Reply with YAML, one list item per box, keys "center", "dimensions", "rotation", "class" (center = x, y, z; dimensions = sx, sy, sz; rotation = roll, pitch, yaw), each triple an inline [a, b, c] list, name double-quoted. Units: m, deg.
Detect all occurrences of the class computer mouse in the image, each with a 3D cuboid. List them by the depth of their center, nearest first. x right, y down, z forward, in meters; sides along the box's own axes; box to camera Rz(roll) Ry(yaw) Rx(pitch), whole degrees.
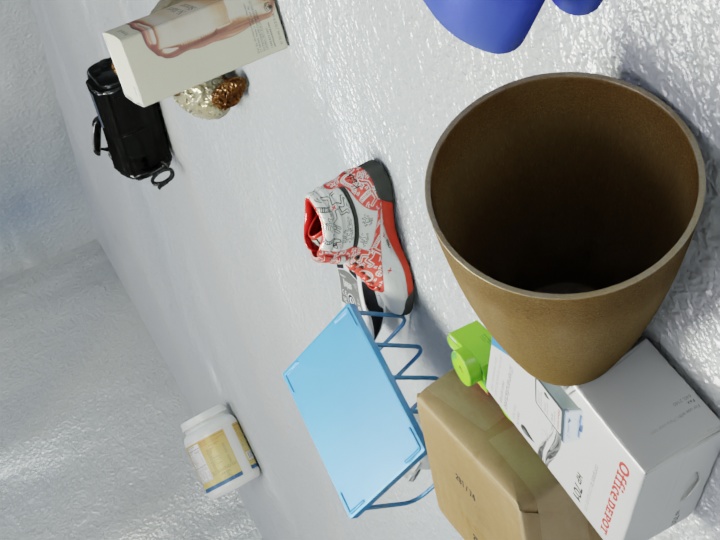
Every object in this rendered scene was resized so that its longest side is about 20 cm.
- center: [0.000, 0.000, 1.449]
  dimensions: [0.109, 0.043, 0.203]
  rotation: [31, 136, 53]
  class: "computer mouse"

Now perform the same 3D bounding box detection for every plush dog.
- center: [-0.250, -0.290, 1.660]
  dimensions: [0.172, 0.161, 0.199]
  rotation: [48, 170, -26]
  class: "plush dog"

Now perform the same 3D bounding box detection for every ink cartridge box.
- center: [0.197, 0.112, 0.961]
  dimensions: [0.201, 0.085, 0.148]
  rotation: [55, 159, 35]
  class: "ink cartridge box"

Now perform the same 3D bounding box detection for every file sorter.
- center: [0.025, 0.164, 1.357]
  dimensions: [0.139, 0.122, 0.202]
  rotation: [-46, 58, 29]
  class: "file sorter"

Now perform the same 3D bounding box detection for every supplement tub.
- center: [-0.350, 0.447, 2.834]
  dimensions: [0.203, 0.143, 0.145]
  rotation: [64, 162, 6]
  class: "supplement tub"

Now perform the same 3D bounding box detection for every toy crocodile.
- center: [0.147, 0.109, 1.122]
  dimensions: [0.200, 0.067, 0.063]
  rotation: [40, 150, 53]
  class: "toy crocodile"

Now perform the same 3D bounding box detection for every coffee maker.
- center: [-0.434, -0.293, 2.209]
  dimensions: [0.190, 0.135, 0.202]
  rotation: [22, 140, 32]
  class: "coffee maker"

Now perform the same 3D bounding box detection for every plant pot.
- center: [0.147, -0.005, 0.834]
  dimensions: [0.187, 0.185, 0.201]
  rotation: [53, 167, 34]
  class: "plant pot"

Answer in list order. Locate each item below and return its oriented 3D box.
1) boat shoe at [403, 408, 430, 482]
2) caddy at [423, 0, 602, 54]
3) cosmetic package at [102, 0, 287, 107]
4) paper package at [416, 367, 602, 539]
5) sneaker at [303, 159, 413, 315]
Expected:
- center: [0.078, 0.228, 1.483]
  dimensions: [0.068, 0.072, 0.201]
  rotation: [34, 145, 3]
  class: "boat shoe"
- center: [0.089, -0.241, 0.730]
  dimensions: [0.202, 0.140, 0.105]
  rotation: [58, 164, 20]
  class: "caddy"
- center: [-0.203, -0.283, 1.404]
  dimensions: [0.103, 0.198, 0.089]
  rotation: [31, 143, 59]
  class: "cosmetic package"
- center: [0.158, 0.223, 1.182]
  dimensions: [0.200, 0.102, 0.193]
  rotation: [42, 152, 49]
  class: "paper package"
- center: [-0.006, -0.020, 1.329]
  dimensions: [0.067, 0.107, 0.204]
  rotation: [39, 149, 53]
  class: "sneaker"
